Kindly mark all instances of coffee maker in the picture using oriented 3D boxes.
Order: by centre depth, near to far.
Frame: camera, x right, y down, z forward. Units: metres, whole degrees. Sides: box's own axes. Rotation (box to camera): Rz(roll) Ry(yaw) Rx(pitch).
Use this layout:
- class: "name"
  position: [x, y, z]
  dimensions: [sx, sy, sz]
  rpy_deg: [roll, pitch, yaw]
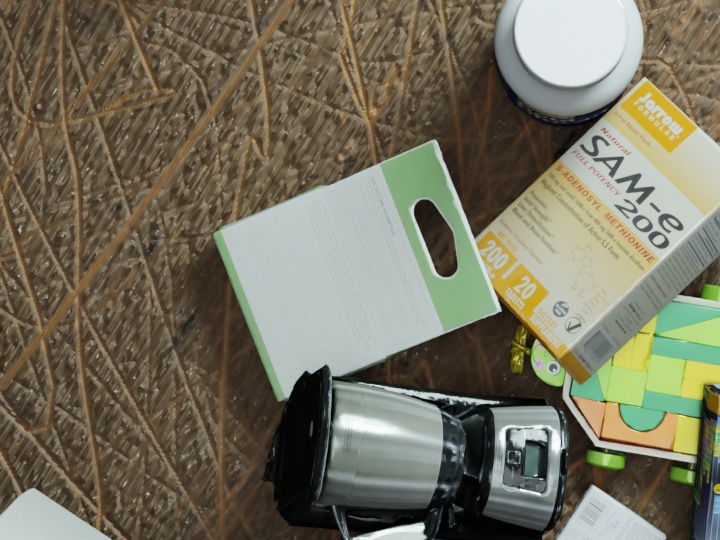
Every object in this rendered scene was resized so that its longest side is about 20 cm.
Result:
- class: "coffee maker"
  position: [0.043, 0.142, 1.580]
  dimensions: [0.198, 0.192, 0.136]
  rpy_deg: [10, 97, -13]

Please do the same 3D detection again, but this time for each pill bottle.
- class: "pill bottle"
  position: [0.154, -0.168, 1.542]
  dimensions: [0.110, 0.200, 0.112]
  rpy_deg: [0, 90, 5]

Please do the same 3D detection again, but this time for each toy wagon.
- class: "toy wagon"
  position: [0.215, 0.080, 1.617]
  dimensions: [0.198, 0.040, 0.156]
  rpy_deg: [10, 90, 4]

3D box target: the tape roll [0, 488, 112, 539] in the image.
- class: "tape roll"
  position: [-0.248, 0.287, 1.571]
  dimensions: [0.139, 0.203, 0.203]
  rpy_deg: [31, 92, 4]

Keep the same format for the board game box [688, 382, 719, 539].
- class: "board game box"
  position: [0.355, 0.176, 1.575]
  dimensions: [0.198, 0.057, 0.167]
  rpy_deg: [3, 97, -4]

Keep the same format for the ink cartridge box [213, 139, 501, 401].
- class: "ink cartridge box"
  position: [0.000, 0.000, 1.609]
  dimensions: [0.199, 0.048, 0.146]
  rpy_deg: [-22, 88, 16]

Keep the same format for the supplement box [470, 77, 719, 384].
- class: "supplement box"
  position: [0.193, -0.030, 1.578]
  dimensions: [0.200, 0.074, 0.126]
  rpy_deg: [-44, 60, 2]

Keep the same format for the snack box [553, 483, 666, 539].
- class: "snack box"
  position: [0.156, 0.272, 1.628]
  dimensions: [0.072, 0.024, 0.201]
  rpy_deg: [34, 92, 1]
